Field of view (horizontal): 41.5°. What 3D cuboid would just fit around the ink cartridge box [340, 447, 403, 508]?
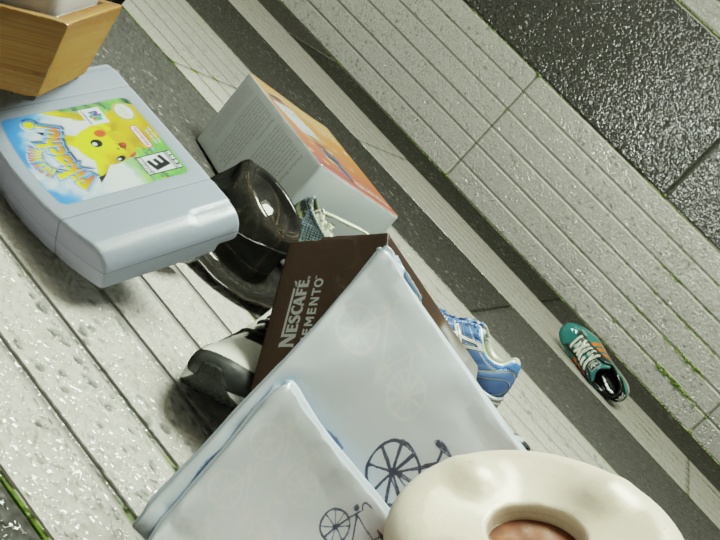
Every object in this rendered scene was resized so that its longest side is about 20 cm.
[{"bbox_3d":[0.019,0.167,0.589,0.199,0.067,0.115,38,-9,-26],"label":"ink cartridge box"}]

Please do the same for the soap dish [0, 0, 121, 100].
[{"bbox_3d":[-0.279,-0.183,0.652,0.196,0.083,0.158,13,18,-6],"label":"soap dish"}]

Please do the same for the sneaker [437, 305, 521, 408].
[{"bbox_3d":[0.117,0.082,1.191,0.200,0.077,0.076,45,15,6],"label":"sneaker"}]

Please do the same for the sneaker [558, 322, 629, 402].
[{"bbox_3d":[0.488,0.188,1.989,0.201,0.071,0.080,51,11,18],"label":"sneaker"}]

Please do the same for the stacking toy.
[{"bbox_3d":[0.079,0.206,0.474,0.143,0.204,0.147,2,20,-1],"label":"stacking toy"}]

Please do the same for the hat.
[{"bbox_3d":[-0.111,-0.055,0.910,0.200,0.081,0.201,41,14,-12],"label":"hat"}]

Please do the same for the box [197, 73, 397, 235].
[{"bbox_3d":[-0.076,-0.109,1.114,0.152,0.107,0.201,29,18,-48],"label":"box"}]

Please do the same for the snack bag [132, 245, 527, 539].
[{"bbox_3d":[0.009,0.121,0.497,0.190,0.200,0.021,53,-28,-20],"label":"snack bag"}]

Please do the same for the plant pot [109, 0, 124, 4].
[{"bbox_3d":[-0.342,-0.455,1.212,0.199,0.198,0.179,27,33,-50],"label":"plant pot"}]

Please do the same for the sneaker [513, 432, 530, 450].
[{"bbox_3d":[0.098,0.159,0.909,0.083,0.072,0.199,48,9,30],"label":"sneaker"}]

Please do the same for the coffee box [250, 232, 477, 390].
[{"bbox_3d":[0.013,0.076,0.684,0.201,0.078,0.116,53,42,-49],"label":"coffee box"}]

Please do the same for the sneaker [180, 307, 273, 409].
[{"bbox_3d":[-0.065,0.056,0.696,0.073,0.081,0.200,26,7,15],"label":"sneaker"}]

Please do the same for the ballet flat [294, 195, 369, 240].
[{"bbox_3d":[0.000,0.000,0.980,0.200,0.074,0.074,42,13,0],"label":"ballet flat"}]

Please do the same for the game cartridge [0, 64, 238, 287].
[{"bbox_3d":[-0.195,-0.077,0.690,0.132,0.041,0.200,-24,58,-37],"label":"game cartridge"}]

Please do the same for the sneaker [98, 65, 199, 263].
[{"bbox_3d":[-0.197,-0.088,0.803,0.202,0.076,0.080,60,11,28],"label":"sneaker"}]
